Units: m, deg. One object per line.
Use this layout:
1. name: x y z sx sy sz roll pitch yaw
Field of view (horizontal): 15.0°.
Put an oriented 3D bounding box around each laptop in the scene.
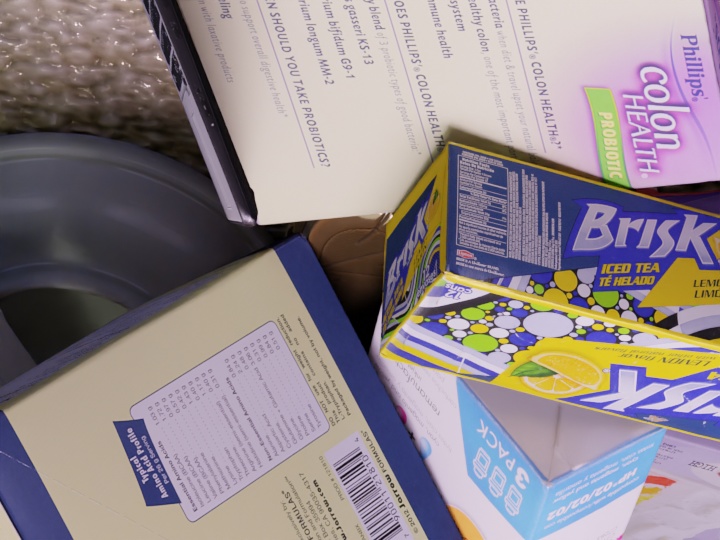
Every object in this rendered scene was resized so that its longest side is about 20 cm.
1. laptop: -0.128 -0.091 1.024 0.115 0.187 0.201 -22 93 -3

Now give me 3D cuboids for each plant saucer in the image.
1. plant saucer: -0.131 0.023 1.263 0.198 0.050 0.201 4 137 4

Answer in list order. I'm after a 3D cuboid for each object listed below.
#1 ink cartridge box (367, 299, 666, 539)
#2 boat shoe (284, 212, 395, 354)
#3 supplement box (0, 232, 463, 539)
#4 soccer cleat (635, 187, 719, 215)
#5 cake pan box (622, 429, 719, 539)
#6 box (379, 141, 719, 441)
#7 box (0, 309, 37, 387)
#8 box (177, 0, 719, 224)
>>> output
1. ink cartridge box: 0.051 0.098 1.184 0.068 0.115 0.201 -24 149 -28
2. boat shoe: 0.000 0.000 1.206 0.073 0.067 0.200 13 150 -7
3. supplement box: -0.080 0.126 1.110 0.134 0.199 0.201 -25 95 46
4. soccer cleat: 0.139 0.003 1.182 0.199 0.077 0.067 -12 134 20
5. cake pan box: 0.170 0.096 1.253 0.199 0.053 0.184 17 160 -12
6. box: 0.111 0.015 1.079 0.199 0.065 0.070 15 146 -16
7. box: -0.226 0.105 1.257 0.199 0.131 0.199 9 145 37
8. box: 0.037 -0.119 1.051 0.198 0.097 0.177 -5 136 14
